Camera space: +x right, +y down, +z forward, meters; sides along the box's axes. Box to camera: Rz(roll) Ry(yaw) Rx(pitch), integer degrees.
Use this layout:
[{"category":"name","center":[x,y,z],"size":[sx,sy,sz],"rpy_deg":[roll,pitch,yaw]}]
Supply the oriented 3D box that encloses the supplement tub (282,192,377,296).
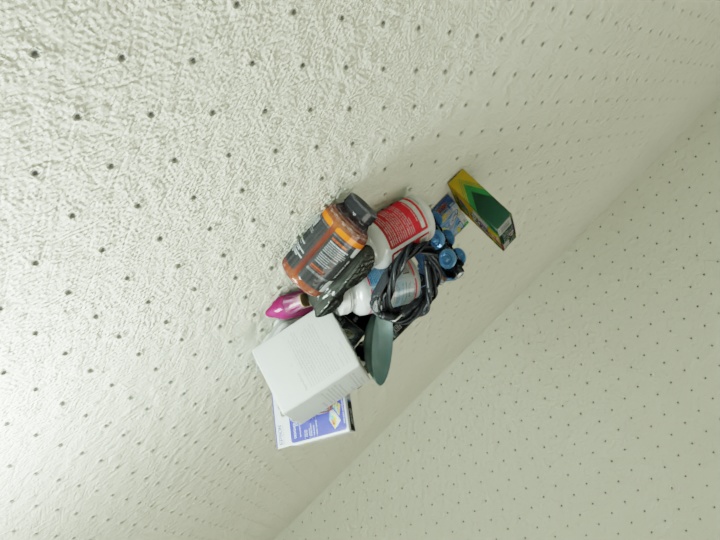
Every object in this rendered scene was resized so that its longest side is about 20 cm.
[{"category":"supplement tub","center":[-0.056,-0.054,1.225],"size":[0.200,0.107,0.106],"rpy_deg":[-47,158,14]}]

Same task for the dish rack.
[{"category":"dish rack","center":[-0.166,0.158,1.524],"size":[0.198,0.044,0.173],"rpy_deg":[-13,145,-52]}]

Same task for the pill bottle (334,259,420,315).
[{"category":"pill bottle","center":[0.031,0.039,1.423],"size":[0.196,0.110,0.110],"rpy_deg":[-12,148,-24]}]

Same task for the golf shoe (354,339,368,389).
[{"category":"golf shoe","center":[0.017,0.222,1.642],"size":[0.201,0.076,0.096],"rpy_deg":[-63,178,-64]}]

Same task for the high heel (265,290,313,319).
[{"category":"high heel","center":[-0.135,0.079,1.428],"size":[0.094,0.069,0.199],"rpy_deg":[-18,179,19]}]

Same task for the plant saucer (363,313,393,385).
[{"category":"plant saucer","center":[0.040,0.180,1.550],"size":[0.200,0.038,0.207],"rpy_deg":[2,90,-72]}]

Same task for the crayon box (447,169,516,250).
[{"category":"crayon box","center":[0.312,-0.150,1.597],"size":[0.058,0.173,0.200],"rpy_deg":[-45,158,3]}]

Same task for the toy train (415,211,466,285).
[{"category":"toy train","center":[0.169,-0.054,1.506],"size":[0.114,0.203,0.086],"rpy_deg":[-40,162,29]}]

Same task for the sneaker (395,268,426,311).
[{"category":"sneaker","center":[0.128,0.061,1.639],"size":[0.078,0.070,0.200],"rpy_deg":[-44,179,-33]}]

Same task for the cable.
[{"category":"cable","center":[0.114,0.029,1.368],"size":[0.161,0.051,0.203],"rpy_deg":[24,98,-35]}]

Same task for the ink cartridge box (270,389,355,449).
[{"category":"ink cartridge box","center":[-0.119,0.311,1.514],"size":[0.196,0.202,0.047],"rpy_deg":[-18,156,20]}]

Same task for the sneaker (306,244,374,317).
[{"category":"sneaker","center":[-0.051,0.009,1.307],"size":[0.200,0.092,0.075],"rpy_deg":[-45,160,25]}]

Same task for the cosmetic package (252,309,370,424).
[{"category":"cosmetic package","center":[-0.108,0.215,1.416],"size":[0.197,0.167,0.165],"rpy_deg":[-31,157,-3]}]

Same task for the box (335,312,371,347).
[{"category":"box","center":[-0.050,0.176,1.627],"size":[0.201,0.086,0.164],"rpy_deg":[-54,175,23]}]

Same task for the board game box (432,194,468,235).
[{"category":"board game box","center":[0.217,-0.117,1.685],"size":[0.135,0.035,0.199],"rpy_deg":[-46,159,7]}]

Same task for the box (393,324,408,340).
[{"category":"box","center":[0.110,0.149,1.784],"size":[0.200,0.050,0.158],"rpy_deg":[-44,174,-18]}]

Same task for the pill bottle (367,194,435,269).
[{"category":"pill bottle","center":[0.061,-0.076,1.382],"size":[0.198,0.113,0.113],"rpy_deg":[-31,157,-25]}]
